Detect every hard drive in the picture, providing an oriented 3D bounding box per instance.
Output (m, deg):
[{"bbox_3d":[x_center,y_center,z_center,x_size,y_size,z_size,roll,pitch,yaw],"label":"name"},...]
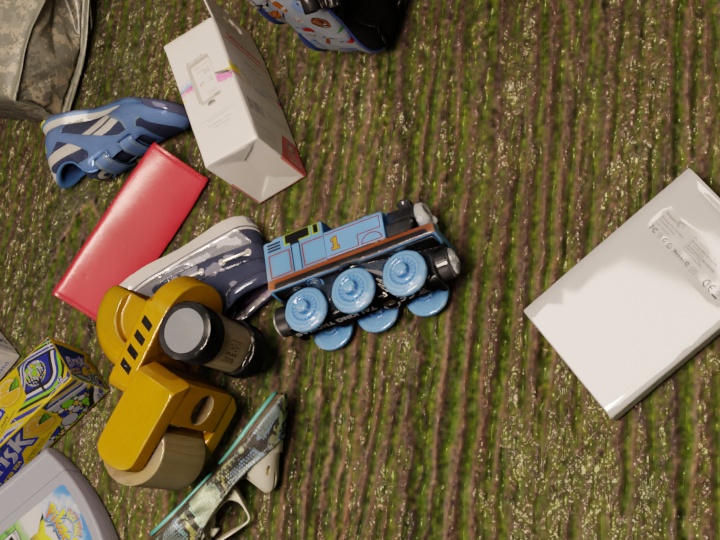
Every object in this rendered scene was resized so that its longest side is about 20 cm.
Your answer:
[{"bbox_3d":[0.264,0.021,1.080,0.200,0.026,0.132,-42,62,8],"label":"hard drive"}]

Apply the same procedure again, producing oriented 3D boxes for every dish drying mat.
[{"bbox_3d":[-0.252,-0.038,1.318,0.077,0.018,0.201,34,90,-14],"label":"dish drying mat"}]

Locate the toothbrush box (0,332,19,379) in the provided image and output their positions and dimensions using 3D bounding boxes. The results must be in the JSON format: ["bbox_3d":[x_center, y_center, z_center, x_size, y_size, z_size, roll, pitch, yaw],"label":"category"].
[{"bbox_3d":[-0.512,0.083,1.384,0.147,0.085,0.200,-48,63,4],"label":"toothbrush box"}]

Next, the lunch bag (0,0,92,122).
[{"bbox_3d":[-0.414,-0.288,1.433,0.163,0.117,0.201,10,83,28],"label":"lunch bag"}]

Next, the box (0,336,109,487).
[{"bbox_3d":[-0.376,0.167,1.303,0.200,0.070,0.064,-43,60,7],"label":"box"}]

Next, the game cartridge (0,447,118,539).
[{"bbox_3d":[-0.322,0.294,1.261,0.133,0.040,0.200,-38,63,6],"label":"game cartridge"}]

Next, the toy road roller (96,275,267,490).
[{"bbox_3d":[-0.199,0.101,1.173,0.145,0.123,0.201,26,89,27],"label":"toy road roller"}]

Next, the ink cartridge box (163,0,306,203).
[{"bbox_3d":[-0.139,-0.185,1.276,0.067,0.116,0.201,-28,64,15],"label":"ink cartridge box"}]

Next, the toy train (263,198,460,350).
[{"bbox_3d":[0.000,0.000,1.177,0.199,0.087,0.115,-21,61,18],"label":"toy train"}]

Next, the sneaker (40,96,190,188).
[{"bbox_3d":[-0.273,-0.144,1.353,0.199,0.074,0.083,-10,75,28],"label":"sneaker"}]

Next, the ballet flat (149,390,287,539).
[{"bbox_3d":[-0.122,0.212,1.186,0.200,0.074,0.074,-49,62,6],"label":"ballet flat"}]

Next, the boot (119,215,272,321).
[{"bbox_3d":[-0.179,0.031,1.252,0.200,0.073,0.091,-35,58,11],"label":"boot"}]

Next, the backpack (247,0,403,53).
[{"bbox_3d":[-0.028,-0.313,1.224,0.153,0.190,0.201,11,75,32],"label":"backpack"}]
